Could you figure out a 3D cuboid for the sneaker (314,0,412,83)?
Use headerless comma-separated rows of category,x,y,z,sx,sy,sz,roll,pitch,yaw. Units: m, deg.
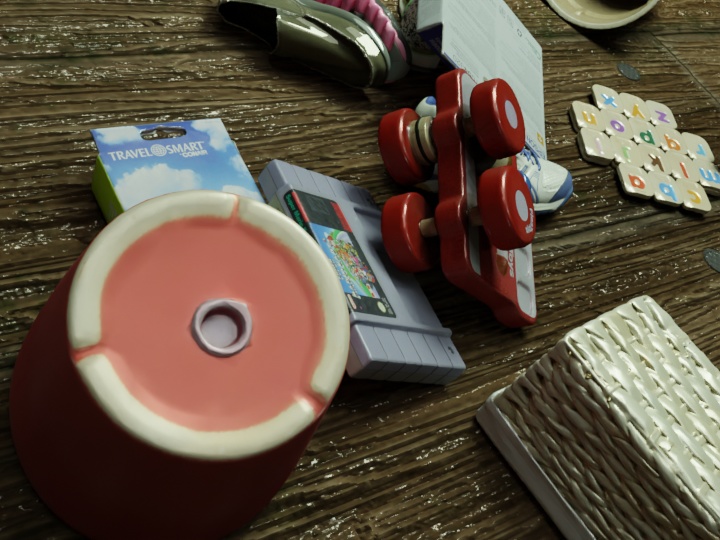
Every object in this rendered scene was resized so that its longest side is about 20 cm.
sneaker,-0.001,-0.287,0.968,0.095,0.079,0.200,-17,62,-50

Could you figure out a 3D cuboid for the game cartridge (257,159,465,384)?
game cartridge,0.000,0.000,0.705,0.130,0.038,0.200,17,39,-52

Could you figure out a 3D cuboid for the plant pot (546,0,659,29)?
plant pot,0.377,-0.445,1.225,0.200,0.200,0.183,46,35,16

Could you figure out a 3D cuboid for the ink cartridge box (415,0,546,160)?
ink cartridge box,0.132,-0.229,0.930,0.196,0.043,0.200,38,44,-36

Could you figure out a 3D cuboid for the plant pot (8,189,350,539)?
plant pot,-0.099,0.054,0.501,0.200,0.177,0.201,8,67,-19

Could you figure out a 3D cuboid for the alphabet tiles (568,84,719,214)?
alphabet tiles,0.348,-0.148,1.054,0.200,0.015,0.196,12,47,-18

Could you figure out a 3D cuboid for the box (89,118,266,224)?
box,-0.128,-0.031,0.686,0.122,0.048,0.200,-12,59,-34

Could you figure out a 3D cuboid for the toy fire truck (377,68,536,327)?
toy fire truck,0.104,-0.063,0.756,0.168,0.112,0.200,32,51,-52

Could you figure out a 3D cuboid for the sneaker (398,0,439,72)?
sneaker,0.089,-0.314,1.017,0.077,0.089,0.200,21,45,-9

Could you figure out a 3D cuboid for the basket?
basket,0.213,0.133,0.661,0.136,0.123,0.200,-20,61,-39

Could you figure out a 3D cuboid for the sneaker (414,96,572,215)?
sneaker,0.135,-0.114,0.857,0.200,0.088,0.075,8,32,-23

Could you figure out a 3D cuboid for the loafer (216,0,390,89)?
loafer,-0.063,-0.240,0.897,0.200,0.075,0.070,30,56,7
